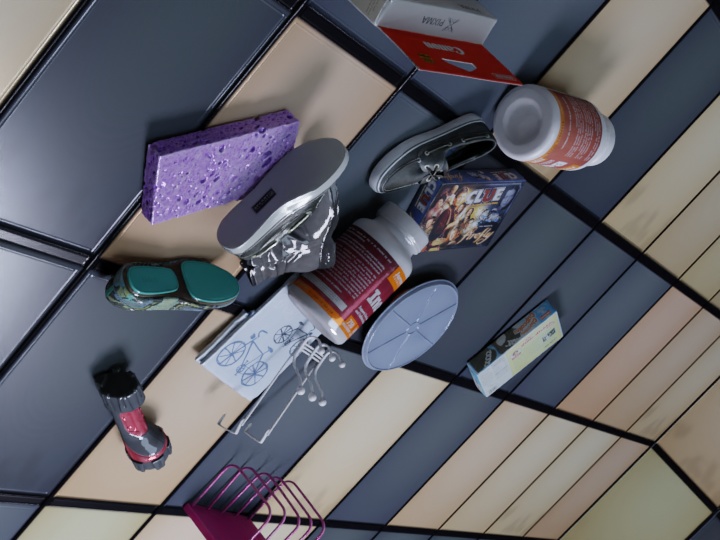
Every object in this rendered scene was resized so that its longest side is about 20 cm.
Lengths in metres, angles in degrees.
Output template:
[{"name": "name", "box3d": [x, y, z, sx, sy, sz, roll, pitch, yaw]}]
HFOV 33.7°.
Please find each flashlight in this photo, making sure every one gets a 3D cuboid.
[{"name": "flashlight", "box3d": [-0.315, 0.212, 1.683, 0.068, 0.068, 0.200, -28, 147, -18]}]

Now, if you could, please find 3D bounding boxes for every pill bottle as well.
[{"name": "pill bottle", "box3d": [0.000, 0.000, 1.708, 0.200, 0.113, 0.113, -46, 150, -9]}, {"name": "pill bottle", "box3d": [0.297, -0.209, 1.783, 0.200, 0.112, 0.112, 4, 127, -49]}]

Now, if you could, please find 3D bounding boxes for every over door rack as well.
[{"name": "over door rack", "box3d": [-0.112, 0.197, 1.854, 0.200, 0.067, 0.148, -44, 161, -1]}]

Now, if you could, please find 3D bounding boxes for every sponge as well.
[{"name": "sponge", "box3d": [-0.171, -0.127, 1.454, 0.199, 0.030, 0.112, -19, 143, -33]}]

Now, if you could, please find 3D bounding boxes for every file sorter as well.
[{"name": "file sorter", "box3d": [-0.173, 0.424, 2.038, 0.125, 0.139, 0.200, -48, 148, 5]}]

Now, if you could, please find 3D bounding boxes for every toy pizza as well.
[{"name": "toy pizza", "box3d": [0.079, 0.087, 1.994, 0.200, 0.032, 0.201, -28, 146, -22]}]

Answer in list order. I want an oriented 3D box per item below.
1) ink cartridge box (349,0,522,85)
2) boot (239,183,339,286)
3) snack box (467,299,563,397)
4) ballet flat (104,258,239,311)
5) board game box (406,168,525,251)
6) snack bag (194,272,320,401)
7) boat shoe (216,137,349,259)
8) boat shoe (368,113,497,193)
[{"name": "ink cartridge box", "box3d": [0.090, -0.292, 1.394, 0.200, 0.174, 0.044, -2, 132, -46]}, {"name": "boot", "box3d": [-0.099, -0.064, 1.581, 0.131, 0.070, 0.201, -13, 129, -18]}, {"name": "snack box", "box3d": [0.302, 0.153, 2.313, 0.200, 0.037, 0.116, -38, 149, -6]}, {"name": "ballet flat", "box3d": [-0.247, 0.023, 1.540, 0.200, 0.074, 0.074, 8, 124, -49]}, {"name": "board game box", "box3d": [0.154, -0.094, 1.846, 0.199, 0.035, 0.136, -6, 134, -43]}, {"name": "snack bag", "box3d": [-0.136, 0.098, 1.783, 0.200, 0.021, 0.189, -44, 150, -2]}, {"name": "boat shoe", "box3d": [-0.091, -0.089, 1.501, 0.200, 0.071, 0.064, -38, 149, 9]}, {"name": "boat shoe", "box3d": [0.105, -0.159, 1.689, 0.200, 0.057, 0.069, -30, 147, -18]}]
